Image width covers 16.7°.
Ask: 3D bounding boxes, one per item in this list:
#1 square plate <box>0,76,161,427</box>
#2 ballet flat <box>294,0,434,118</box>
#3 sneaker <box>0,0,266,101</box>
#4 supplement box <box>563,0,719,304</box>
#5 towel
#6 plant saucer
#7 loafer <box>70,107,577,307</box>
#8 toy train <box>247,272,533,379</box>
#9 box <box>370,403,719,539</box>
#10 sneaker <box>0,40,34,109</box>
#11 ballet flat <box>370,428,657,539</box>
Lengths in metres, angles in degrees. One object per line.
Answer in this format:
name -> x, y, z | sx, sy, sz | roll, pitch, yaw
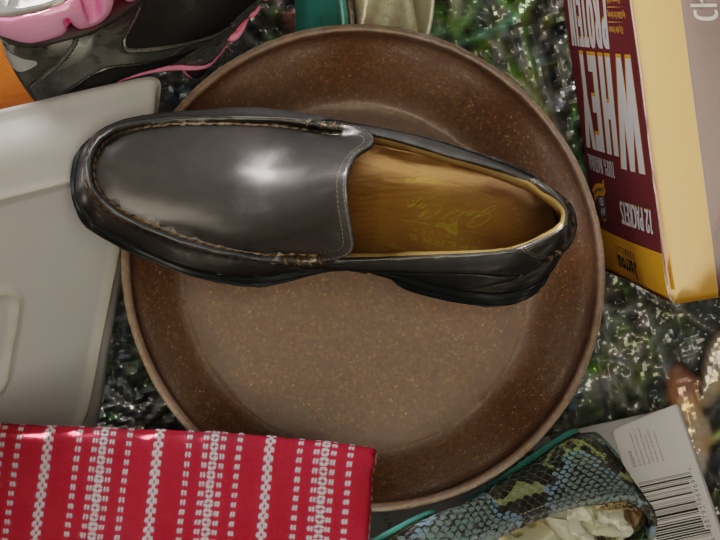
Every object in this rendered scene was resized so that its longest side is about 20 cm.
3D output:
square plate -> -0.167, 0.029, 0.983 | 0.199, 0.028, 0.199 | -17, 133, -40
ballet flat -> -0.001, -0.158, 1.069 | 0.062, 0.067, 0.201 | -9, 102, -33
sneaker -> -0.063, -0.127, 1.005 | 0.199, 0.079, 0.096 | -26, 139, -11
supplement box -> 0.199, -0.103, 1.052 | 0.199, 0.133, 0.199 | -9, 97, -6
towel -> -0.097, 0.129, 0.931 | 0.199, 0.023, 0.145 | 3, 67, 4
plant saucer -> 0.000, 0.000, 1.011 | 0.199, 0.037, 0.202 | 2, 80, -9
loafer -> -0.012, -0.032, 0.956 | 0.199, 0.072, 0.073 | 4, 78, -10
toy train -> 0.002, 0.002, 1.066 | 0.199, 0.085, 0.115 | -3, 93, -7
box -> 0.065, 0.153, 1.067 | 0.199, 0.041, 0.157 | -12, 58, -6
sneaker -> -0.117, -0.143, 1.049 | 0.200, 0.078, 0.112 | -36, 103, 9
ballet flat -> 0.047, 0.126, 0.995 | 0.199, 0.074, 0.075 | -28, 100, -34
